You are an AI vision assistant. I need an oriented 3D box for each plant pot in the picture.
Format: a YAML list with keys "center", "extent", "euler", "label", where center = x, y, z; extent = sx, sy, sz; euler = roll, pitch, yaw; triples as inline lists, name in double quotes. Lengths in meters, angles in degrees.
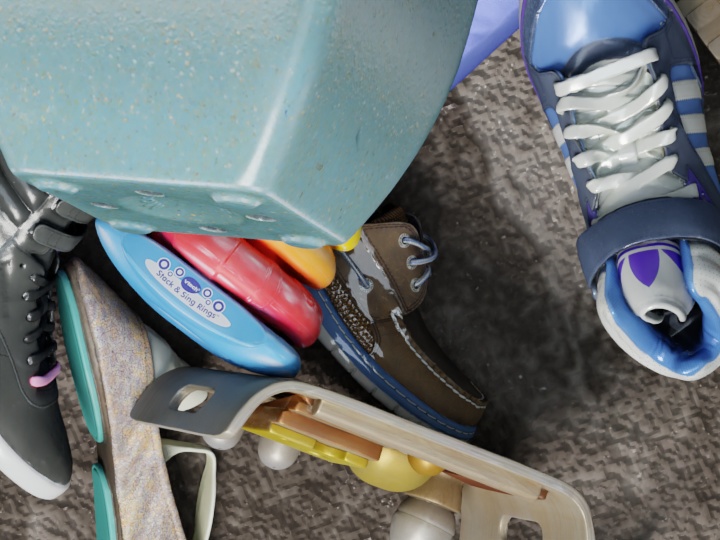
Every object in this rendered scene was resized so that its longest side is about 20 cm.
- center: [-0.063, -0.119, 1.053]
  extent: [0.195, 0.196, 0.201]
  euler: [6, 81, 19]
  label: "plant pot"

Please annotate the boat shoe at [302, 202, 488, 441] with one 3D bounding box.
- center: [0.000, 0.000, 1.236]
  extent: [0.072, 0.072, 0.200]
  euler: [-44, 97, 8]
  label: "boat shoe"

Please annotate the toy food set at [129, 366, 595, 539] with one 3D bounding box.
- center: [0.000, 0.101, 1.196]
  extent: [0.200, 0.143, 0.061]
  euler: [22, 82, -21]
  label: "toy food set"

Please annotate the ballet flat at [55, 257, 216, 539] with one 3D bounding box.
- center: [-0.110, 0.084, 1.270]
  extent: [0.067, 0.068, 0.201]
  euler: [-11, 108, -15]
  label: "ballet flat"

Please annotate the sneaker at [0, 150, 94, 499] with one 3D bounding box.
- center: [-0.157, 0.007, 1.178]
  extent: [0.099, 0.071, 0.201]
  euler: [-22, 97, 11]
  label: "sneaker"

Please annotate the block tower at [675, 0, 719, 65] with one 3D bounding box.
- center: [0.230, -0.065, 1.171]
  extent: [0.058, 0.054, 0.200]
  euler: [-38, 58, 10]
  label: "block tower"

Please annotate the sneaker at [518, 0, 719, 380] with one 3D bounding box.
- center: [0.132, -0.044, 1.159]
  extent: [0.080, 0.147, 0.200]
  euler: [-16, 121, 9]
  label: "sneaker"

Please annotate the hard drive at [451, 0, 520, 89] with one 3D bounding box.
- center: [0.034, -0.165, 1.186]
  extent: [0.132, 0.025, 0.200]
  euler: [40, 117, -18]
  label: "hard drive"

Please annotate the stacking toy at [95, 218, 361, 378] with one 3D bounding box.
- center: [-0.024, -0.053, 1.166]
  extent: [0.116, 0.110, 0.200]
  euler: [37, 84, 2]
  label: "stacking toy"
